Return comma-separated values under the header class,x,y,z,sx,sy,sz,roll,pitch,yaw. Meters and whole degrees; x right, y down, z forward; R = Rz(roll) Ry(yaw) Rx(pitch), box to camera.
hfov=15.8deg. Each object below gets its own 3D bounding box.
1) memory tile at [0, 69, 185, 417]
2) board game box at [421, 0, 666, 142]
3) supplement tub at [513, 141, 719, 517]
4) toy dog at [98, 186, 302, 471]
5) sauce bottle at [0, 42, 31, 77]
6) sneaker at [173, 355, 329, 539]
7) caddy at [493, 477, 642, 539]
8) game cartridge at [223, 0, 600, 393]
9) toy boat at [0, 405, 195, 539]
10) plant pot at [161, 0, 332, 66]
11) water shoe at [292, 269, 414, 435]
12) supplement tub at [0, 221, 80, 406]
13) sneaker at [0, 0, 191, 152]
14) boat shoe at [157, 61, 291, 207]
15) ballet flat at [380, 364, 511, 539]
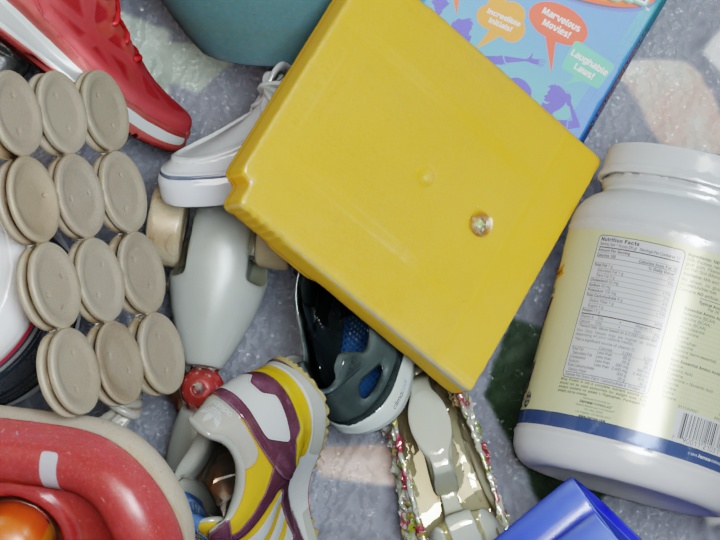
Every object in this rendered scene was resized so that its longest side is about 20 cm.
class,x,y,z,sx,sy,sz,roll,pitch,yaw
memory tile,-0.162,-0.018,1.505,0.017,0.153,0.200,-12,90,25
board game box,0.097,-0.153,1.651,0.152,0.045,0.200,29,83,7
supplement tub,0.183,0.036,1.565,0.145,0.145,0.200,15,82,6
toy dog,-0.093,0.033,1.624,0.132,0.096,0.200,27,98,4
sauce bottle,-0.198,-0.188,1.666,0.065,0.065,0.200,30,85,8
sneaker,-0.074,0.146,1.547,0.090,0.200,0.075,-25,41,-35
caddy,0.147,0.219,1.524,0.105,0.141,0.200,-45,105,5
game cartridge,0.030,-0.055,1.540,0.200,0.032,0.176,39,69,-21
toy boat,-0.197,0.158,1.479,0.200,0.131,0.131,5,37,15
plant pot,-0.053,-0.202,1.610,0.200,0.200,0.135,2,108,4
water shoe,0.000,0.000,1.583,0.071,0.079,0.200,-15,53,21
supplement tub,-0.245,0.012,1.566,0.140,0.200,0.141,-1,81,4
sneaker,-0.158,-0.165,1.611,0.200,0.078,0.116,37,88,-34
boat shoe,-0.034,-0.098,1.578,0.200,0.074,0.065,-22,114,-15
ballet flat,0.053,0.137,1.598,0.075,0.064,0.200,-21,81,-2
